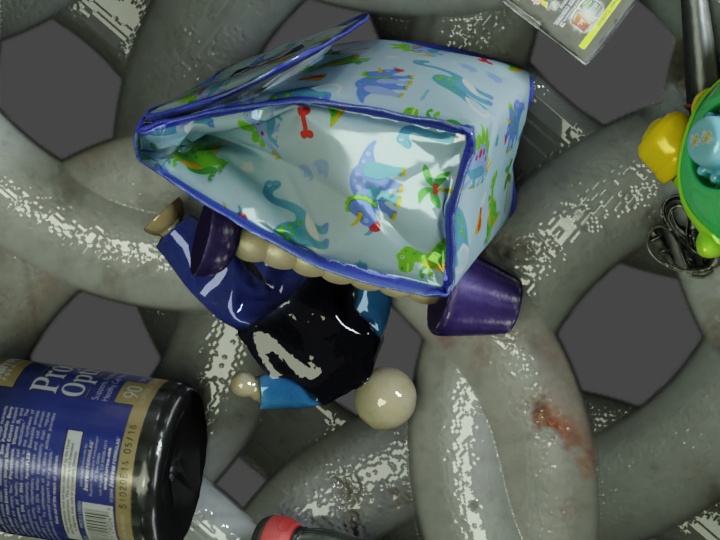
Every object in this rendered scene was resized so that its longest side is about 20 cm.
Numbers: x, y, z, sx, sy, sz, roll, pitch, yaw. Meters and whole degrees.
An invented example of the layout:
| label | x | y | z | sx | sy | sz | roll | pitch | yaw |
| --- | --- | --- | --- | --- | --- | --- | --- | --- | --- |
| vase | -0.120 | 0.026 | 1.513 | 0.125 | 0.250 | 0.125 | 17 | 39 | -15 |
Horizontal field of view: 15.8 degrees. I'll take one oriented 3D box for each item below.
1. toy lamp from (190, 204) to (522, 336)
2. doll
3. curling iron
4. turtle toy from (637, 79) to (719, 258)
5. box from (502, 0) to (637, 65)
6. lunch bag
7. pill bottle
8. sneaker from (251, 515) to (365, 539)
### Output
| label | x | y | z | sx | sy | sz | roll | pitch | yaw |
| --- | --- | --- | --- | --- | --- | --- | --- | --- | --- |
| toy lamp | 0.000 | 0.000 | 1.572 | 0.199 | 0.058 | 0.058 | 13 | 109 | -14 |
| doll | -0.038 | 0.020 | 1.617 | 0.136 | 0.048 | 0.200 | -43 | 92 | -1 |
| curling iron | 0.194 | -0.091 | 1.537 | 0.049 | 0.026 | 0.201 | 2 | 105 | 11 |
| turtle toy | 0.261 | -0.080 | 1.469 | 0.146 | 0.101 | 0.200 | 44 | 82 | 5 |
| box | 0.129 | -0.246 | 1.505 | 0.160 | 0.044 | 0.200 | 37 | 111 | 3 |
| lunch bag | -0.014 | -0.077 | 1.521 | 0.199 | 0.170 | 0.128 | 12 | 108 | 14 |
| pill bottle | -0.207 | 0.114 | 1.656 | 0.199 | 0.112 | 0.112 | 8 | 107 | 13 |
| sneaker | -0.017 | 0.254 | 1.664 | 0.097 | 0.071 | 0.201 | -2 | 103 | 18 |
